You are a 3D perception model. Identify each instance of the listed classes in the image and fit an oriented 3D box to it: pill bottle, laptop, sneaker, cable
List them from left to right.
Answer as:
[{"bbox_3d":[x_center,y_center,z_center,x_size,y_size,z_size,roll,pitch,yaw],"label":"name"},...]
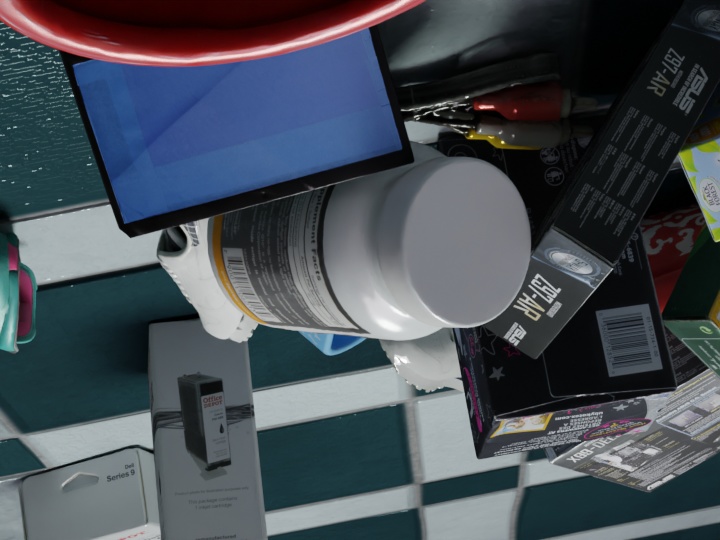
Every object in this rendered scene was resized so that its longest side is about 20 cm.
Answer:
[{"bbox_3d":[-0.285,0.025,1.257,0.120,0.084,0.200,12,151,-27],"label":"sneaker"},{"bbox_3d":[-0.084,-0.115,0.944,0.176,0.104,0.200,-15,160,9],"label":"laptop"},{"bbox_3d":[-0.101,-0.012,1.260,0.080,0.077,0.200,3,153,-8],"label":"sneaker"},{"bbox_3d":[0.003,-0.018,1.088,0.116,0.118,0.199,4,179,-36],"label":"pill bottle"},{"bbox_3d":[0.051,-0.096,1.139,0.198,0.051,0.097,-8,166,-9],"label":"cable"},{"bbox_3d":[0.086,0.058,1.570,0.080,0.077,0.199,-35,156,26],"label":"sneaker"}]

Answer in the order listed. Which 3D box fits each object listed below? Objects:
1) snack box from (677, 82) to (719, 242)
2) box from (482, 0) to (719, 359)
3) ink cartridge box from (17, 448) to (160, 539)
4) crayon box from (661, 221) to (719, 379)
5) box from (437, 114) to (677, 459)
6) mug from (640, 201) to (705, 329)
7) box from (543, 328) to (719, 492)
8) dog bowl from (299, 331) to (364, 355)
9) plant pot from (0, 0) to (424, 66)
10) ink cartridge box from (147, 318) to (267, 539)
[{"bbox_3d":[0.302,-0.104,1.110,0.199,0.068,0.169,-22,-166,22],"label":"snack box"},{"bbox_3d":[0.155,-0.060,1.112,0.043,0.201,0.160,32,155,2],"label":"box"},{"bbox_3d":[-0.242,0.257,1.893,0.145,0.085,0.200,-18,158,17],"label":"ink cartridge box"},{"bbox_3d":[0.299,-0.012,1.274,0.126,0.201,0.051,41,156,-28],"label":"crayon box"},{"bbox_3d":[0.129,0.013,1.256,0.131,0.202,0.115,-8,162,-5],"label":"box"},{"bbox_3d":[0.245,0.024,1.418,0.198,0.178,0.134,-19,116,11],"label":"mug"},{"bbox_3d":[0.254,0.096,1.406,0.199,0.050,0.157,-35,147,27],"label":"box"},{"bbox_3d":[0.000,0.000,1.311,0.111,0.050,0.200,-34,165,-17],"label":"dog bowl"},{"bbox_3d":[-0.050,-0.195,0.627,0.198,0.184,0.201,-9,160,-3],"label":"plant pot"},{"bbox_3d":[-0.129,0.155,1.511,0.082,0.202,0.147,-4,159,-8],"label":"ink cartridge box"}]
